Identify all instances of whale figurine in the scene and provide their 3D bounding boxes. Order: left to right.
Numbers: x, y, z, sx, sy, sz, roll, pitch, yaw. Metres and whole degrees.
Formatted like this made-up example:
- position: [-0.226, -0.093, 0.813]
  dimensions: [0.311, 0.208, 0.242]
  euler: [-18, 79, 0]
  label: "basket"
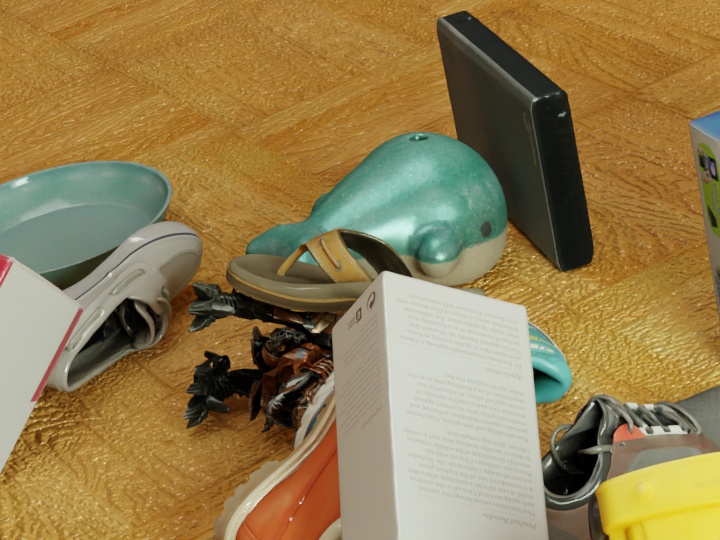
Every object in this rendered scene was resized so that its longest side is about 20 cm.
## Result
- position: [0.014, -0.041, 1.798]
  dimensions: [0.199, 0.104, 0.159]
  euler: [-13, 23, -33]
  label: "whale figurine"

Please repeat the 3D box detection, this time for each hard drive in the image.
- position: [0.115, -0.100, 1.854]
  dimensions: [0.033, 0.140, 0.200]
  euler: [-18, 27, -12]
  label: "hard drive"

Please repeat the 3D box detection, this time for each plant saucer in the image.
- position: [-0.245, -0.028, 1.996]
  dimensions: [0.199, 0.036, 0.200]
  euler: [-10, 26, 5]
  label: "plant saucer"

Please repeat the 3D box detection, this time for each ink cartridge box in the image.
- position: [-0.311, 0.051, 1.749]
  dimensions: [0.200, 0.083, 0.146]
  euler: [16, 76, 44]
  label: "ink cartridge box"

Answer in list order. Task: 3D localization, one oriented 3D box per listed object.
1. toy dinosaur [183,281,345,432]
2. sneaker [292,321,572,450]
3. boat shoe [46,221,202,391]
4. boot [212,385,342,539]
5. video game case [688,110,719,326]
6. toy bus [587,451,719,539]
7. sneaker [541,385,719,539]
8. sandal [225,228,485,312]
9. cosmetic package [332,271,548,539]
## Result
- position: [-0.048, 0.064, 1.698]
  dimensions: [0.135, 0.103, 0.200]
  euler: [5, 1, 5]
  label: "toy dinosaur"
- position: [0.046, 0.086, 1.606]
  dimensions: [0.199, 0.078, 0.080]
  euler: [-25, 38, -21]
  label: "sneaker"
- position: [-0.172, 0.029, 1.819]
  dimensions: [0.066, 0.072, 0.200]
  euler: [26, 36, 27]
  label: "boat shoe"
- position: [0.011, 0.123, 1.506]
  dimensions: [0.200, 0.075, 0.107]
  euler: [-48, 36, -9]
  label: "boot"
- position: [0.319, -0.042, 1.603]
  dimensions: [0.199, 0.182, 0.045]
  euler: [-21, 29, -15]
  label: "video game case"
- position: [0.198, 0.204, 1.239]
  dimensions: [0.135, 0.200, 0.193]
  euler: [-11, 62, 6]
  label: "toy bus"
- position: [0.168, 0.108, 1.491]
  dimensions: [0.200, 0.082, 0.077]
  euler: [-30, 31, -29]
  label: "sneaker"
- position: [0.000, 0.000, 1.651]
  dimensions: [0.199, 0.054, 0.080]
  euler: [7, 9, 38]
  label: "sandal"
- position: [0.045, 0.110, 1.422]
  dimensions: [0.101, 0.071, 0.201]
  euler: [15, 52, -23]
  label: "cosmetic package"
